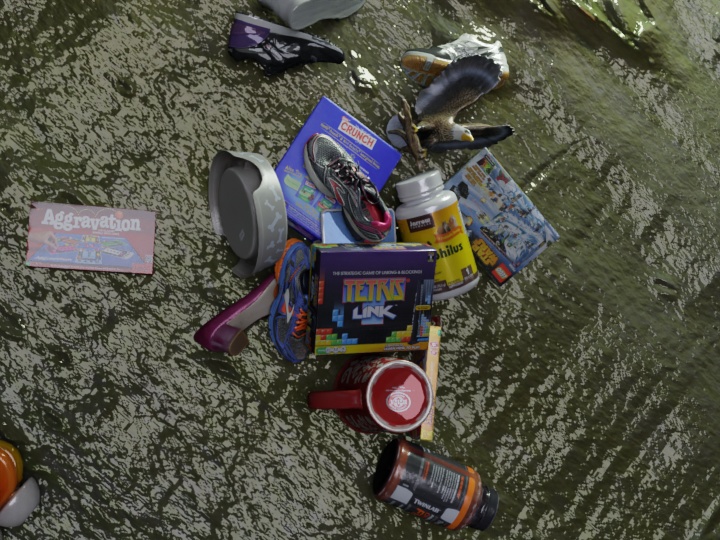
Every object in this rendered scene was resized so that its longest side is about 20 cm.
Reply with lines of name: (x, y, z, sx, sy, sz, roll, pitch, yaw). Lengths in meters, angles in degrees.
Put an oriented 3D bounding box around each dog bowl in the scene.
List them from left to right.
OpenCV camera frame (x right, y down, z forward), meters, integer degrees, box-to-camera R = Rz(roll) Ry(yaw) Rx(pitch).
dog bowl: (-0.177, -0.093, 1.544, 0.058, 0.199, 0.204, -12, 87, -27)

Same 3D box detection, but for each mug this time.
mug: (0.022, 0.210, 1.552, 0.176, 0.200, 0.135, -32, 93, -14)

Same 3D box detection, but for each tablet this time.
tablet: (0.000, 0.000, 1.595, 0.128, 0.014, 0.204, -2, 89, -18)

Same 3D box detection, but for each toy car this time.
toy car: (-0.580, 0.340, 1.427, 0.175, 0.150, 0.201, 41, 78, -7)

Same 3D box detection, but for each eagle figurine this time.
eagle figurine: (0.154, -0.253, 1.659, 0.199, 0.152, 0.151, -34, 75, -26)

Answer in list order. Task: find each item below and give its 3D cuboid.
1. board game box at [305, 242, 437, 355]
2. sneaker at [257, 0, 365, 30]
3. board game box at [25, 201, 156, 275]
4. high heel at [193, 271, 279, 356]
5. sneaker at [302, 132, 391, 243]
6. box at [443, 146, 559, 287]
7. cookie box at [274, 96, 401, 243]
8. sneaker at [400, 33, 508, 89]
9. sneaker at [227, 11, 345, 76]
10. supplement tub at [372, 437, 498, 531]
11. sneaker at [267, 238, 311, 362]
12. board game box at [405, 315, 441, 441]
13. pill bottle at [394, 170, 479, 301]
board game box: (0.017, 0.043, 1.543, 0.197, 0.057, 0.168, -2, 106, -20)
sneaker: (-0.084, -0.476, 1.657, 0.115, 0.074, 0.199, 38, 44, 26)
board game box: (-0.430, -0.051, 1.566, 0.196, 0.019, 0.105, 4, 83, -13)
high heel: (-0.185, 0.056, 1.605, 0.201, 0.095, 0.068, -55, 139, -25)
sneaker: (-0.014, -0.138, 1.558, 0.080, 0.075, 0.201, -37, 88, -22)
box: (0.228, -0.092, 1.683, 0.136, 0.040, 0.201, -40, 95, 14)
cookie box: (-0.053, -0.155, 1.632, 0.170, 0.075, 0.202, 35, 79, -10)
sneaker: (0.162, -0.372, 1.716, 0.196, 0.076, 0.089, 4, 69, -16)
sneaker: (-0.126, -0.366, 1.651, 0.197, 0.076, 0.089, 15, 100, -10)
supplement tub: (0.127, 0.360, 1.611, 0.198, 0.107, 0.108, 25, 80, -9)
sneaker: (-0.098, 0.054, 1.571, 0.075, 0.078, 0.204, -15, 113, -47)
board game box: (0.106, 0.177, 1.628, 0.029, 0.095, 0.204, 9, 83, -11)
pill bottle: (0.123, -0.059, 1.631, 0.108, 0.109, 0.203, -21, 101, -14)
